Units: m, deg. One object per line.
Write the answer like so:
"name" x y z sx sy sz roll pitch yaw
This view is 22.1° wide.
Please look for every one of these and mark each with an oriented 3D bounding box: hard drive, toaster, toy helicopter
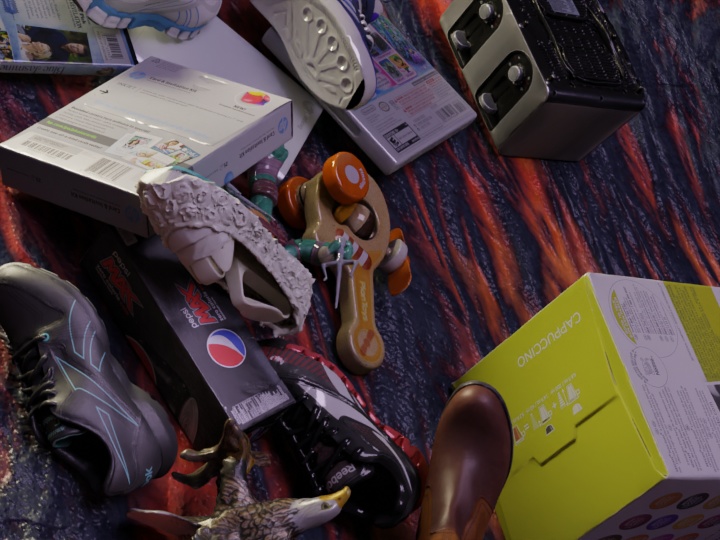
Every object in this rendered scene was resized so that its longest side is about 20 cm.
"hard drive" -0.134 -0.176 1.706 0.199 0.026 0.132 39 39 -10
"toaster" 0.200 -0.226 1.984 0.199 0.119 0.182 0 59 -42
"toy helicopter" 0.000 0.000 1.662 0.132 0.079 0.202 20 56 -43

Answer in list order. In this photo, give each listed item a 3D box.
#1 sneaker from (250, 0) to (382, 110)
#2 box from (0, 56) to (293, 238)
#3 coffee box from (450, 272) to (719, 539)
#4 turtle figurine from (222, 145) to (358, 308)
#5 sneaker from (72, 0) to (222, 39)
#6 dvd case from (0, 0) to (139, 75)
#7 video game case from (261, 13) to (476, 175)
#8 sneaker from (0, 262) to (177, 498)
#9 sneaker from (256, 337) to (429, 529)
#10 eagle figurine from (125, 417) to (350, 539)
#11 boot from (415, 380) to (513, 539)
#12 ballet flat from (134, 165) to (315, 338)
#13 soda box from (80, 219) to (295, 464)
"sneaker" -0.010 -0.238 1.763 0.146 0.081 0.200 -10 53 -46
"box" -0.174 -0.107 1.515 0.155 0.042 0.200 19 38 27
"coffee box" 0.235 0.142 1.640 0.196 0.200 0.201 5 55 -40
"turtle figurine" -0.092 -0.038 1.569 0.149 0.101 0.201 29 29 -38
"sneaker" -0.170 -0.259 1.636 0.075 0.086 0.200 57 27 9
"dvd case" -0.298 -0.230 1.583 0.198 0.018 0.144 -2 59 -35
"video game case" 0.013 -0.191 1.834 0.182 0.024 0.200 47 32 5
"sneaker" -0.218 0.081 1.370 0.200 0.075 0.079 50 41 4
"sneaker" -0.025 0.135 1.493 0.200 0.071 0.098 43 20 -6
"eagle figurine" -0.063 0.211 1.341 0.151 0.151 0.201 -2 60 -43
"boot" 0.063 0.197 1.424 0.068 0.190 0.200 20 15 7
"ballet flat" -0.098 -0.008 1.424 0.200 0.071 0.072 39 34 -44
"soda box" -0.140 0.048 1.468 0.063 0.071 0.201 -24 75 -39
